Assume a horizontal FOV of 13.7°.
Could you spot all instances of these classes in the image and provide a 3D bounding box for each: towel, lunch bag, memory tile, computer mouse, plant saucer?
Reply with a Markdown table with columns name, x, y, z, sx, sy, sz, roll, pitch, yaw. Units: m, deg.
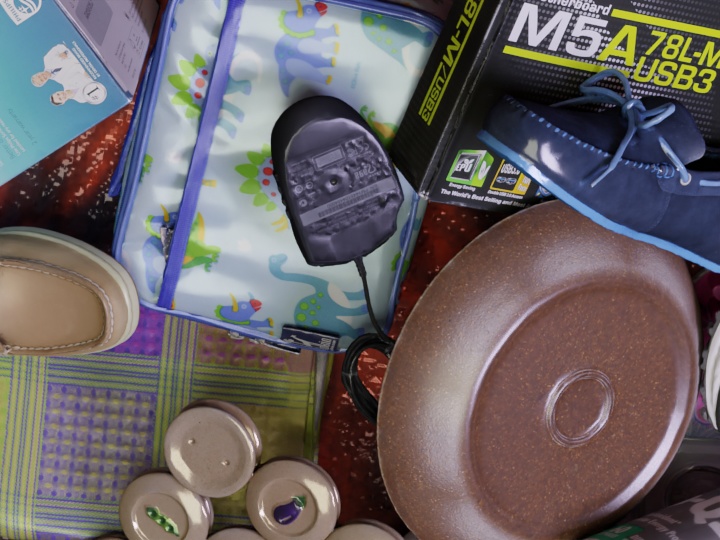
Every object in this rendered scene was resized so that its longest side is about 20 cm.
| name | x | y | z | sx | sy | sz | roll | pitch | yaw |
| --- | --- | --- | --- | --- | --- | --- | --- | --- | --- |
| towel | -0.115 | 0.080 | 1.599 | 0.200 | 0.023 | 0.144 | 4 | 84 | -2 |
| lunch bag | -0.041 | -0.063 | 1.534 | 0.161 | 0.082 | 0.200 | 16 | 112 | -2 |
| memory tile | -0.043 | 0.172 | 1.549 | 0.200 | 0.017 | 0.153 | 38 | 115 | 3 |
| computer mouse | 0.000 | 0.000 | 1.502 | 0.059 | 0.034 | 0.200 | -21 | 117 | -8 |
| plant saucer | 0.101 | 0.063 | 1.505 | 0.200 | 0.037 | 0.201 | -14 | 116 | -30 |

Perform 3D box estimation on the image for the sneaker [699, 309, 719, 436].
| name | x | y | z | sx | sy | sz | roll | pitch | yaw |
| --- | --- | --- | --- | --- | --- | --- | --- | --- | --- |
| sneaker | 0.240 | 0.013 | 1.516 | 0.079 | 0.074 | 0.200 | 41 | 117 | 21 |

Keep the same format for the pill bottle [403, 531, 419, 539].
| name | x | y | z | sx | sy | sz | roll | pitch | yaw |
| --- | --- | --- | --- | --- | --- | --- | --- | --- | --- |
| pill bottle | 0.098 | 0.226 | 1.617 | 0.116 | 0.116 | 0.200 | -37 | 109 | 16 |

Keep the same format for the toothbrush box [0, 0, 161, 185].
| name | x | y | z | sx | sy | sz | roll | pitch | yaw |
| --- | --- | --- | --- | --- | --- | --- | --- | --- | --- |
| toothbrush box | -0.208 | -0.088 | 1.491 | 0.200 | 0.146 | 0.085 | -32 | 109 | 16 |

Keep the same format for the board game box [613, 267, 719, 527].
| name | x | y | z | sx | sy | sz | roll | pitch | yaw |
| --- | --- | --- | --- | --- | --- | --- | --- | --- | --- |
| board game box | 0.186 | 0.124 | 1.639 | 0.200 | 0.026 | 0.200 | -40 | 107 | 17 |

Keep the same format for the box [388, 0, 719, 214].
| name | x | y | z | sx | sy | sz | roll | pitch | yaw |
| --- | --- | --- | --- | --- | --- | --- | --- | --- | --- |
| box | 0.137 | -0.113 | 1.482 | 0.200 | 0.048 | 0.193 | 9 | 119 | -32 |

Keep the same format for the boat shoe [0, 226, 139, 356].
| name | x | y | z | sx | sy | sz | roll | pitch | yaw |
| --- | --- | --- | --- | --- | --- | --- | --- | --- | --- |
| boat shoe | -0.212 | 0.017 | 1.548 | 0.200 | 0.066 | 0.074 | 5 | 114 | 22 |

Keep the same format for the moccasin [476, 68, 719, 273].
| name | x | y | z | sx | sy | sz | roll | pitch | yaw |
| --- | --- | --- | --- | --- | --- | --- | --- | --- | --- |
| moccasin | 0.132 | -0.058 | 1.450 | 0.200 | 0.080 | 0.068 | 17 | 111 | -51 |

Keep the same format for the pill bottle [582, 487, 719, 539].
| name | x | y | z | sx | sy | sz | roll | pitch | yaw |
| --- | --- | --- | --- | --- | --- | --- | --- | --- | --- |
| pill bottle | 0.208 | 0.163 | 1.544 | 0.200 | 0.113 | 0.113 | -18 | 116 | -24 |
